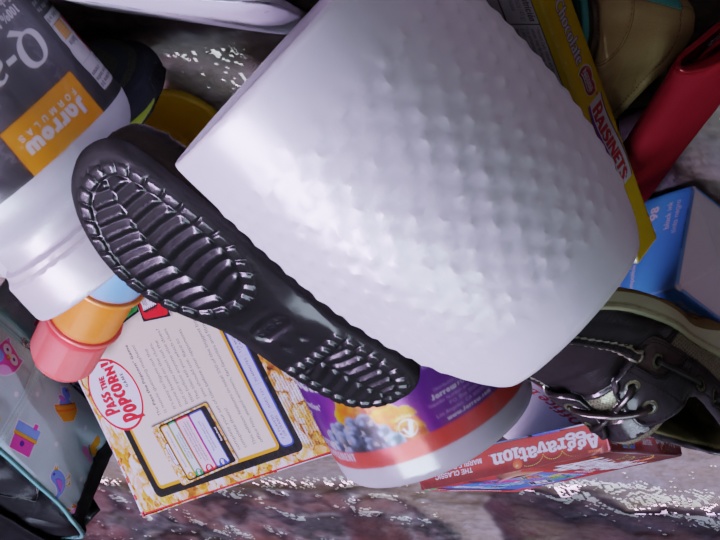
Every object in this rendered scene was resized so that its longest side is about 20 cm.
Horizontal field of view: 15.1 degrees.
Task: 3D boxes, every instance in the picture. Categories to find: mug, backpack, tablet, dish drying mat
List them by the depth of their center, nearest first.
[{"bbox_3d":[0.028,-0.041,1.220,0.175,0.148,0.200,43,178,-6],"label":"mug"},{"bbox_3d":[-0.092,-0.126,1.257,0.130,0.014,0.200,8,-178,6],"label":"tablet"},{"bbox_3d":[0.145,-0.065,1.320,0.018,0.077,0.200,47,151,9],"label":"dish drying mat"},{"bbox_3d":[-0.254,0.069,1.622,0.175,0.154,0.200,-3,151,38],"label":"backpack"}]

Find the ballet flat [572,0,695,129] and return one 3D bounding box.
[{"bbox_3d":[0.108,-0.075,1.320,0.063,0.069,0.200,1,155,-16],"label":"ballet flat"}]

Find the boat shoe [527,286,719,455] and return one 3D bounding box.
[{"bbox_3d":[0.134,0.052,1.335,0.200,0.065,0.073,12,156,-44],"label":"boat shoe"}]

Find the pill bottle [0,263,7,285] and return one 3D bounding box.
[{"bbox_3d":[-0.264,-0.035,1.489,0.199,0.113,0.113,1,149,21],"label":"pill bottle"}]

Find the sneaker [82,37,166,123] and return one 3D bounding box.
[{"bbox_3d":[-0.197,-0.102,1.388,0.199,0.074,0.081,2,146,16],"label":"sneaker"}]

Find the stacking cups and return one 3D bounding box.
[{"bbox_3d":[-0.135,-0.015,1.477,0.060,0.061,0.200,22,136,-15],"label":"stacking cups"}]

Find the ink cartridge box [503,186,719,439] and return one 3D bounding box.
[{"bbox_3d":[0.134,0.030,1.485,0.200,0.067,0.116,-18,140,42],"label":"ink cartridge box"}]

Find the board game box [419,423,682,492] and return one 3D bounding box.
[{"bbox_3d":[0.107,0.102,1.481,0.103,0.020,0.200,-15,171,16],"label":"board game box"}]

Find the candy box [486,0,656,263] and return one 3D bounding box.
[{"bbox_3d":[0.063,-0.091,1.260,0.102,0.026,0.200,6,132,38],"label":"candy box"}]

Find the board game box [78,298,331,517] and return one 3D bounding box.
[{"bbox_3d":[-0.081,0.044,1.531,0.200,0.046,0.152,-21,97,44],"label":"board game box"}]

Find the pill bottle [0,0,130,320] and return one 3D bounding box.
[{"bbox_3d":[-0.182,-0.081,1.301,0.200,0.116,0.116,50,140,-12],"label":"pill bottle"}]

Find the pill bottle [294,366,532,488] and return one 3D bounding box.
[{"bbox_3d":[0.000,0.000,1.384,0.111,0.111,0.201,-12,113,37],"label":"pill bottle"}]

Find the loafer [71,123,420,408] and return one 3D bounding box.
[{"bbox_3d":[-0.051,-0.010,1.280,0.200,0.072,0.073,38,137,-27],"label":"loafer"}]
